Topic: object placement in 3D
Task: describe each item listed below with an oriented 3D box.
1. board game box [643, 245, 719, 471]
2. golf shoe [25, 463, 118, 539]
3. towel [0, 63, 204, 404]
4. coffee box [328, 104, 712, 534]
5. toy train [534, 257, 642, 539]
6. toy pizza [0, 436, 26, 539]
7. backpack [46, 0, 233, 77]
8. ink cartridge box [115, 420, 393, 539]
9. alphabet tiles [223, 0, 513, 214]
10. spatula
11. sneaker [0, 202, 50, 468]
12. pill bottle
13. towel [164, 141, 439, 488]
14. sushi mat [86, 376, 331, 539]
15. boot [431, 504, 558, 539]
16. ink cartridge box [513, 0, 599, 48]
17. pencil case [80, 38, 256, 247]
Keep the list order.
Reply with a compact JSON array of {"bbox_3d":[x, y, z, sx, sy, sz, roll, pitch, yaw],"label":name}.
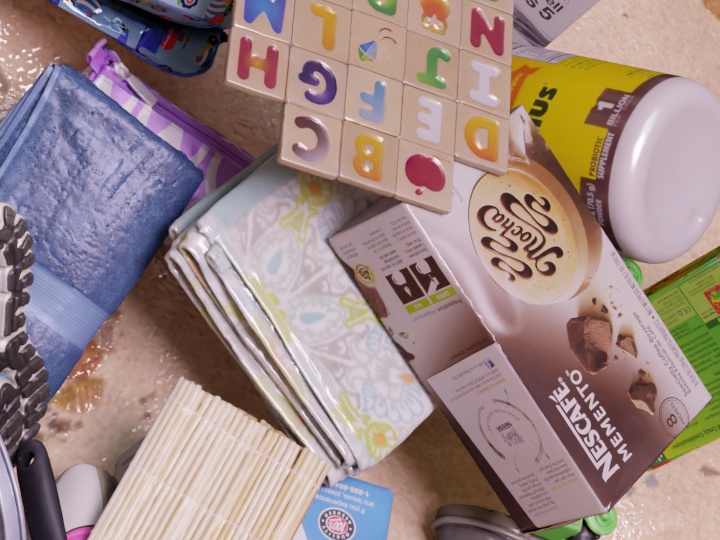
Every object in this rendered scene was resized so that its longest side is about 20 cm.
[{"bbox_3d":[0.220,0.047,1.154,0.047,0.200,0.102,-35,88,-33],"label":"board game box"},{"bbox_3d":[-0.190,0.181,0.964,0.092,0.073,0.201,30,60,-12],"label":"golf shoe"},{"bbox_3d":[-0.181,-0.007,1.013,0.111,0.049,0.201,37,83,-11],"label":"towel"},{"bbox_3d":[0.090,0.029,1.024,0.113,0.080,0.201,-38,98,-36],"label":"coffee box"},{"bbox_3d":[0.132,0.072,1.119,0.056,0.042,0.202,20,61,-19],"label":"toy train"},{"bbox_3d":[-0.232,0.120,0.905,0.032,0.199,0.202,-13,75,-57],"label":"toy pizza"},{"bbox_3d":[-0.123,-0.198,1.056,0.182,0.200,0.135,29,101,-19],"label":"backpack"},{"bbox_3d":[-0.074,0.203,1.008,0.144,0.084,0.202,19,63,-19],"label":"ink cartridge box"},{"bbox_3d":[0.009,-0.132,0.980,0.165,0.006,0.202,17,62,-24],"label":"alphabet tiles"},{"bbox_3d":[-0.150,0.171,0.917,0.021,0.056,0.201,40,27,-51],"label":"spatula"},{"bbox_3d":[-0.215,0.040,0.943,0.089,0.201,0.078,21,36,20],"label":"sneaker"},{"bbox_3d":[0.115,-0.077,1.122,0.109,0.199,0.110,-18,116,-42],"label":"pill bottle"},{"bbox_3d":[0.000,0.000,1.051,0.200,0.048,0.172,-40,101,-35],"label":"towel"},{"bbox_3d":[-0.098,0.157,0.954,0.095,0.012,0.201,27,64,3],"label":"sushi mat"},{"bbox_3d":[0.086,0.261,1.087,0.181,0.073,0.201,33,66,-10],"label":"boot"},{"bbox_3d":[0.079,-0.209,1.182,0.145,0.200,0.084,42,57,-6],"label":"ink cartridge box"},{"bbox_3d":[-0.096,-0.056,1.098,0.199,0.086,0.084,32,31,-16],"label":"pencil case"}]
